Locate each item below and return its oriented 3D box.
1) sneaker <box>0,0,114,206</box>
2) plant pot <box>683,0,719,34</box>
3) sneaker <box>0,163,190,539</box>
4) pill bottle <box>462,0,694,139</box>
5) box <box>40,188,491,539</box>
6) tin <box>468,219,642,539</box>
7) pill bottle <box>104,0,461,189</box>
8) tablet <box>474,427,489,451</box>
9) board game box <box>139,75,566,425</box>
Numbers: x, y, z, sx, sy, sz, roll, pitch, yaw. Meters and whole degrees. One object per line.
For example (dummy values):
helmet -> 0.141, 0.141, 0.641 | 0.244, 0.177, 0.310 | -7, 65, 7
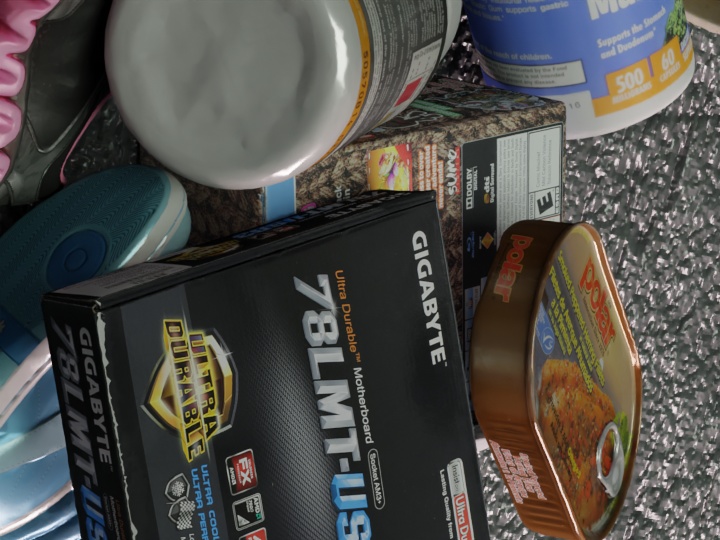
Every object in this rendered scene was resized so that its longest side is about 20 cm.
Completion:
sneaker -> -0.134, -0.109, 1.046 | 0.095, 0.079, 0.200 | 0, 125, -50
plant pot -> 0.237, -0.255, 1.290 | 0.184, 0.200, 0.201 | -56, 132, -30
sneaker -> -0.128, 0.051, 1.096 | 0.200, 0.080, 0.131 | -46, 132, 3
pill bottle -> 0.099, -0.178, 1.223 | 0.112, 0.112, 0.200 | -36, 124, -29
box -> -0.035, 0.081, 1.065 | 0.198, 0.050, 0.200 | -17, 105, -37
tin -> 0.098, 0.055, 1.178 | 0.112, 0.042, 0.200 | -64, 150, -29
pill bottle -> -0.026, -0.110, 1.083 | 0.200, 0.116, 0.117 | -35, 129, -67
tablet -> -0.031, 0.112, 1.182 | 0.200, 0.130, 0.014 | -15, 85, -39
board game box -> 0.000, 0.000, 1.194 | 0.200, 0.097, 0.160 | -14, 111, -39
